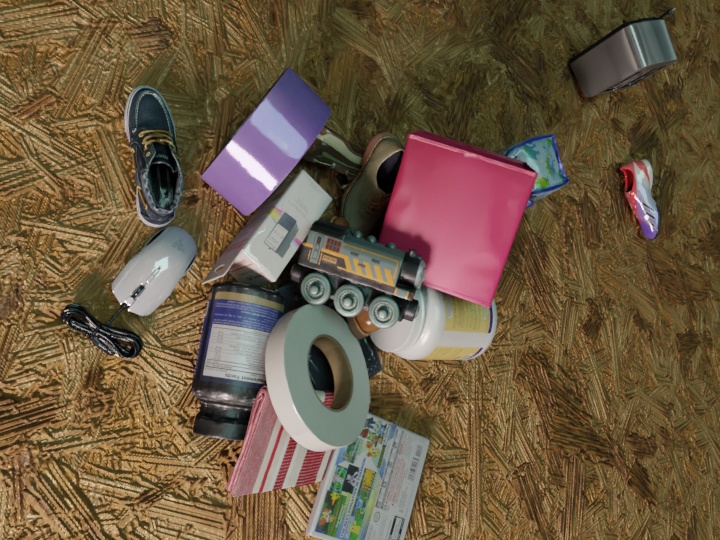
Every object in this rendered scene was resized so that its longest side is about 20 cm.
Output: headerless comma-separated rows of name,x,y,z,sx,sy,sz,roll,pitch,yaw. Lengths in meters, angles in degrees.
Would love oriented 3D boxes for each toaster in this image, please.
toaster,0.641,-0.517,1.323,0.178,0.199,0.121,-21,89,-32

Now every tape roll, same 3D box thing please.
tape roll,-0.136,-0.184,0.789,0.085,0.198,0.203,39,65,-20
tape roll,-0.054,0.149,0.780,0.202,0.036,0.207,38,41,-42

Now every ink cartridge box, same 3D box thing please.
ink cartridge box,-0.138,-0.043,0.814,0.067,0.116,0.202,42,64,-20

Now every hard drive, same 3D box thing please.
hard drive,-0.054,0.099,0.888,0.133,0.042,0.204,-28,97,-31

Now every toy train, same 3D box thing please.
toy train,-0.003,0.004,0.787,0.195,0.085,0.117,18,102,9

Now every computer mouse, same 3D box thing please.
computer mouse,-0.297,0.017,0.750,0.109,0.044,0.202,41,64,-19

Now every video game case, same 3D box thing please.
video game case,0.018,0.350,0.907,0.180,0.022,0.204,29,69,-25

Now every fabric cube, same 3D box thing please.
fabric cube,0.146,-0.093,0.868,0.191,0.200,0.204,18,108,8

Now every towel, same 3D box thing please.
towel,-0.096,0.240,0.787,0.199,0.022,0.147,22,87,-55

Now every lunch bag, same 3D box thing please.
lunch bag,0.268,-0.168,1.055,0.196,0.169,0.131,-18,88,-32

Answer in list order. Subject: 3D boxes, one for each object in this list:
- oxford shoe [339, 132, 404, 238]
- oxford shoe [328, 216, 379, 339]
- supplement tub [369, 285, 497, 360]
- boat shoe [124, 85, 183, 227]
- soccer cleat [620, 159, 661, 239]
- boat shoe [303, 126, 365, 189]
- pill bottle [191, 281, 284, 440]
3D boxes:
oxford shoe,0.017,-0.121,0.904,0.069,0.074,0.204,9,113,-26
oxford shoe,0.000,0.000,0.877,0.071,0.070,0.205,7,61,-60
supplement tub,0.120,0.075,0.926,0.196,0.144,0.150,8,78,-39
boat shoe,-0.280,-0.168,0.761,0.069,0.090,0.206,-5,85,-31
soccer cleat,0.711,-0.177,1.400,0.071,0.068,0.206,-10,92,-8
boat shoe,-0.017,-0.176,0.949,0.199,0.075,0.076,26,102,-32
pill bottle,-0.174,0.126,0.769,0.110,0.111,0.206,15,76,-28
